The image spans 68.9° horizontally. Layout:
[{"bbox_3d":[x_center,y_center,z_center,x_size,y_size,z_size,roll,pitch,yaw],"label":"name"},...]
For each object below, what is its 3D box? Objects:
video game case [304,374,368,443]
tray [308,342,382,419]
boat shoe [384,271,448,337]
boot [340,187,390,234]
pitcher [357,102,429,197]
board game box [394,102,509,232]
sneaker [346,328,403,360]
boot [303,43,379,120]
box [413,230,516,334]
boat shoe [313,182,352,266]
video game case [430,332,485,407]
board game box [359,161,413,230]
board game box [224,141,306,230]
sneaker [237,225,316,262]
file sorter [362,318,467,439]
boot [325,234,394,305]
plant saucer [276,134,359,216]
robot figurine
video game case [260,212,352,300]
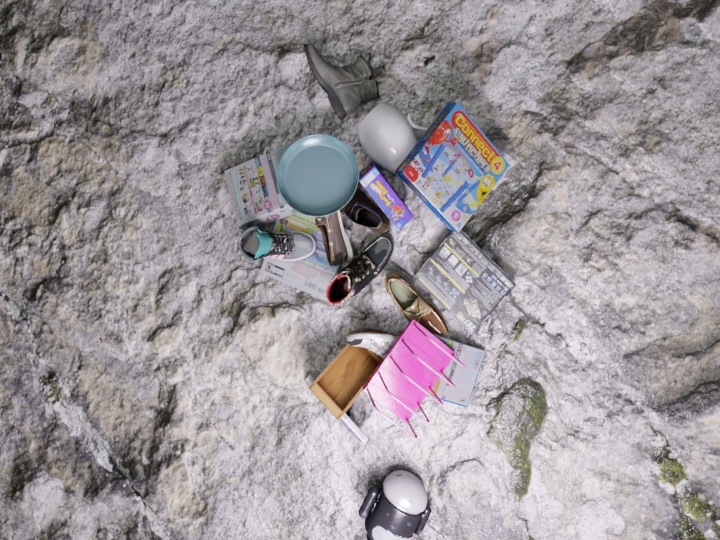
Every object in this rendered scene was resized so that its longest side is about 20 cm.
[{"bbox_3d":[-0.063,0.336,1.273,0.018,0.143,0.200,-42,85,-16],"label":"video game case"},{"bbox_3d":[-0.027,0.243,1.244,0.099,0.200,0.037,44,136,3],"label":"tray"},{"bbox_3d":[0.128,0.090,1.263,0.200,0.074,0.076,45,98,4],"label":"boat shoe"},{"bbox_3d":[-0.014,-0.159,1.261,0.196,0.097,0.076,32,97,6],"label":"boot"},{"bbox_3d":[0.102,-0.304,1.230,0.171,0.121,0.201,-42,96,4],"label":"pitcher"},{"bbox_3d":[0.210,-0.231,1.192,0.199,0.056,0.198,40,88,-20],"label":"board game box"},{"bbox_3d":[0.060,0.191,1.260,0.192,0.076,0.091,6,93,-6],"label":"sneaker"},{"bbox_3d":[-0.044,-0.482,1.274,0.128,0.068,0.204,-32,95,4],"label":"boot"},{"bbox_3d":[0.248,0.023,1.254,0.199,0.049,0.162,43,96,5],"label":"box"},{"bbox_3d":[-0.079,-0.113,1.259,0.058,0.071,0.207,-19,92,-21],"label":"boat shoe"},{"bbox_3d":[0.191,0.234,1.255,0.193,0.018,0.148,17,96,-13],"label":"video game case"},{"bbox_3d":[0.055,-0.174,1.185,0.044,0.201,0.135,-38,101,9],"label":"board game box"},{"bbox_3d":[-0.224,-0.204,1.297,0.193,0.064,0.153,-19,78,8],"label":"board game box"},{"bbox_3d":[-0.211,-0.064,1.263,0.192,0.121,0.087,0,92,9],"label":"sneaker"},{"bbox_3d":[0.124,0.245,1.171,0.137,0.125,0.203,36,91,-13],"label":"file sorter"},{"bbox_3d":[0.000,0.002,1.238,0.073,0.154,0.204,44,98,4],"label":"boot"},{"bbox_3d":[-0.099,-0.220,1.232,0.192,0.028,0.208,0,75,2],"label":"plant saucer"},{"bbox_3d":[0.083,0.589,1.272,0.123,0.148,0.206,29,98,35],"label":"robot figurine"},{"bbox_3d":[-0.138,-0.047,1.325,0.194,0.022,0.188,21,96,8],"label":"video game case"}]
